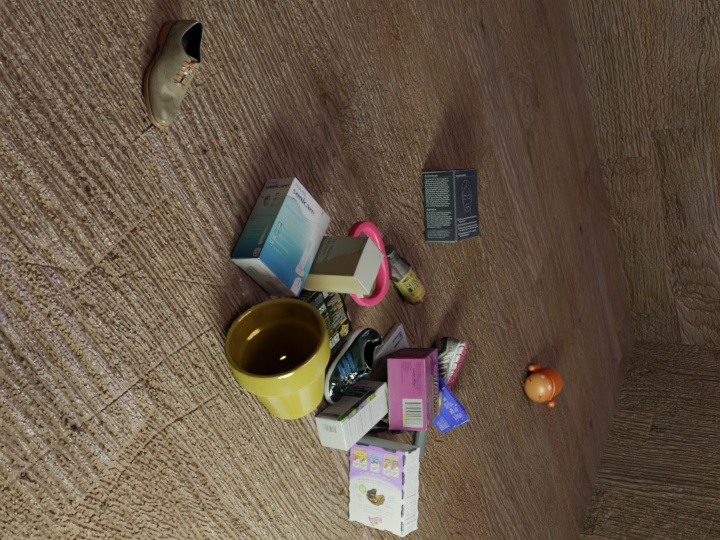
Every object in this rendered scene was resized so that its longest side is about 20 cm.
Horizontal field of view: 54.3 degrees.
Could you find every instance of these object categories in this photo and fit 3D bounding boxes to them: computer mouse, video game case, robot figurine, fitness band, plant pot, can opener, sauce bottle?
[{"bbox_3d":[0.069,0.400,1.809,0.199,0.058,0.034,18,54,-47],"label":"computer mouse"},{"bbox_3d":[0.080,0.271,1.861,0.200,0.023,0.184,-47,128,-45],"label":"video game case"},{"bbox_3d":[0.697,0.436,2.669,0.199,0.116,0.146,-6,103,-55],"label":"robot figurine"},{"bbox_3d":[0.012,-0.015,1.635,0.144,0.037,0.202,-40,123,-51],"label":"fitness band"},{"bbox_3d":[-0.150,0.190,1.395,0.201,0.199,0.190,-56,149,-37],"label":"plant pot"},{"bbox_3d":[0.183,0.422,1.936,0.053,0.066,0.202,-81,-178,-70],"label":"can opener"},{"bbox_3d":[0.112,0.012,1.860,0.200,0.065,0.066,52,51,-42],"label":"sauce bottle"}]

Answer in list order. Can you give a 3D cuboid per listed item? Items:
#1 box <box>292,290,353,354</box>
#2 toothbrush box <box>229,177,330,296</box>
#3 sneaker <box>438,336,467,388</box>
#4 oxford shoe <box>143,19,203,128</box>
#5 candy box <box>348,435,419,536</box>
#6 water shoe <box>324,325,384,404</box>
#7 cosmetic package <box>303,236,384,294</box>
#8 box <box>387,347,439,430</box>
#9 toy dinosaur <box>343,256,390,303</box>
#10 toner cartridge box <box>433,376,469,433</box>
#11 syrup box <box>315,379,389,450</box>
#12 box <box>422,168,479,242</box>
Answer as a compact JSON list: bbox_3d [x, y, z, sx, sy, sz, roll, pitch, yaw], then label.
[{"bbox_3d":[-0.102,0.121,1.571,0.200,0.049,0.161,-45,129,-45],"label":"box"},{"bbox_3d":[-0.160,-0.068,1.447,0.146,0.085,0.202,47,55,-44],"label":"toothbrush box"},{"bbox_3d":[0.239,0.281,2.052,0.074,0.087,0.202,1,113,-64],"label":"sneaker"},{"bbox_3d":[-0.320,-0.345,1.215,0.070,0.074,0.202,19,76,-54],"label":"oxford shoe"},{"bbox_3d":[0.056,0.520,1.709,0.071,0.166,0.203,-1,92,-53],"label":"candy box"},{"bbox_3d":[-0.017,0.226,1.643,0.071,0.078,0.201,35,79,-50],"label":"water shoe"},{"bbox_3d":[-0.060,-0.014,1.493,0.071,0.198,0.106,49,53,-44],"label":"cosmetic package"},{"bbox_3d":[0.138,0.297,1.789,0.200,0.096,0.178,-4,92,-75],"label":"box"},{"bbox_3d":[0.000,0.000,1.709,0.200,0.076,0.103,-25,123,-57],"label":"toy dinosaur"},{"bbox_3d":[0.232,0.389,2.018,0.200,0.094,0.043,53,13,-42],"label":"toner cartridge box"},{"bbox_3d":[-0.014,0.341,1.679,0.200,0.078,0.082,-32,117,-50],"label":"syrup box"},{"bbox_3d":[0.263,-0.190,2.030,0.148,0.106,0.202,-14,103,-53],"label":"box"}]
